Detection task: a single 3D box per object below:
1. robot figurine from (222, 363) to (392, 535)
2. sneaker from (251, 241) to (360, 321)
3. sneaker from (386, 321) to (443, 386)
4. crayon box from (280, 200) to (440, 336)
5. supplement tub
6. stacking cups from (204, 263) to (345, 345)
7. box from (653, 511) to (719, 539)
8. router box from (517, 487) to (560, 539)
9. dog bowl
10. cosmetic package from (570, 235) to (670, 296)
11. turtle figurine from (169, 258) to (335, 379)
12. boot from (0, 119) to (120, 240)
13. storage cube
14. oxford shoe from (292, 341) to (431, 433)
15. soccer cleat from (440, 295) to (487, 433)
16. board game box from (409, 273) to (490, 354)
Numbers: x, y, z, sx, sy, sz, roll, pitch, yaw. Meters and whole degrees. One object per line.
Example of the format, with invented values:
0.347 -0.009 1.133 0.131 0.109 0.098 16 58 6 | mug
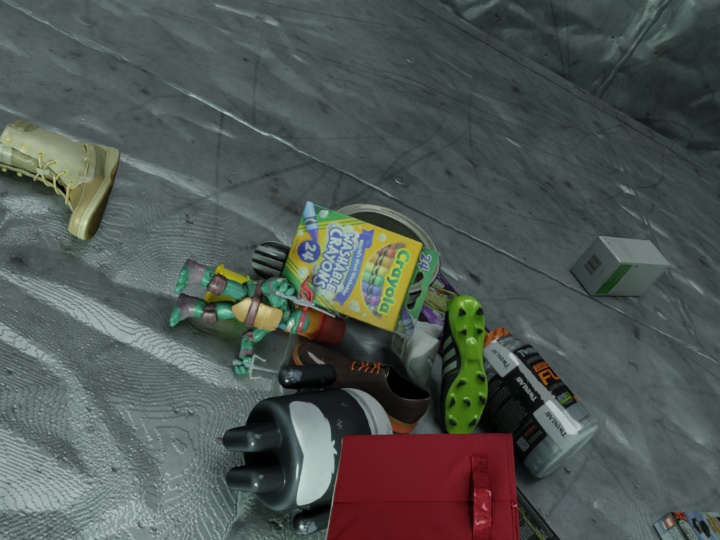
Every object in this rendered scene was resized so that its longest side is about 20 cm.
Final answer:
-0.056 0.200 0.840 0.198 0.152 0.125 -1 29 -39 | robot figurine
-0.059 0.010 1.085 0.198 0.076 0.115 25 -1 -2 | sneaker
0.073 0.114 1.080 0.079 0.071 0.200 20 8 5 | sneaker
0.000 0.000 1.003 0.197 0.127 0.052 19 -1 -2 | crayon box
0.242 0.190 1.094 0.122 0.123 0.201 -11 53 -46 | supplement tub
-0.117 0.057 1.035 0.198 0.061 0.061 25 34 -21 | stacking cups
0.534 0.453 1.081 0.135 0.040 0.201 12 39 -30 | box
0.176 0.352 0.891 0.149 0.062 0.200 -12 54 -48 | router box
0.025 -0.014 1.188 0.197 0.074 0.202 12 44 -12 | dog bowl
0.573 -0.008 1.630 0.198 0.108 0.085 2 44 -36 | cosmetic package
-0.136 0.056 0.939 0.197 0.151 0.101 17 22 -4 | turtle figurine
-0.414 -0.127 0.995 0.154 0.073 0.201 19 35 -21 | boot
0.069 0.285 0.732 0.177 0.202 0.172 -2 35 9 | storage cube
0.004 0.142 1.003 0.198 0.073 0.071 28 34 -7 | oxford shoe
0.145 0.137 1.069 0.066 0.203 0.081 4 -1 -12 | soccer cleat
0.140 0.074 1.240 0.119 0.032 0.201 -4 47 -47 | board game box
